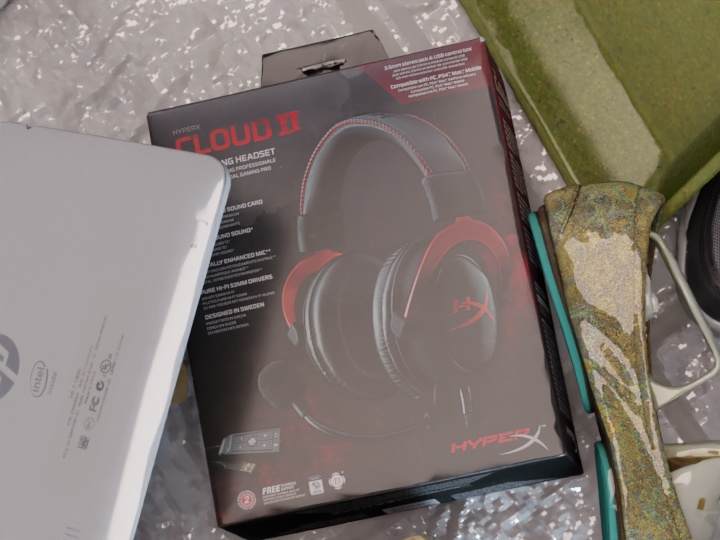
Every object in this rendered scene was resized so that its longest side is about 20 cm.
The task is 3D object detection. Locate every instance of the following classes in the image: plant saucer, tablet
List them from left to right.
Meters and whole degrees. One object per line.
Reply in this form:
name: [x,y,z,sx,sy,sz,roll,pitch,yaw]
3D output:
tablet: [-0.127,0.043,1.092,0.130,0.014,0.200,11,83,36]
plant saucer: [0.118,-0.136,1.129,0.048,0.200,0.200,-20,74,-33]

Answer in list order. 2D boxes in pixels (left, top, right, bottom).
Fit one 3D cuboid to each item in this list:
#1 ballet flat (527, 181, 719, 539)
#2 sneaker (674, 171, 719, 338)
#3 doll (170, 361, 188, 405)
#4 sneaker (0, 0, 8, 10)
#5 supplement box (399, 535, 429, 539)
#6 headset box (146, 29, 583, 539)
ballet flat: [0.118,0.060,1.119,0.071,0.071,0.200,-12,87,6]
sneaker: [0.198,-0.062,1.115,0.075,0.114,0.200,37,85,6]
doll: [-0.167,0.041,1.159,0.200,0.048,0.137,-17,74,29]
sneaker: [-0.205,-0.202,1.228,0.146,0.081,0.200,27,87,20]
supplement box: [0.022,0.217,1.082,0.103,0.131,0.200,-22,76,5]
headset box: [0.000,0.000,1.154,0.149,0.075,0.200,-12,78,7]
